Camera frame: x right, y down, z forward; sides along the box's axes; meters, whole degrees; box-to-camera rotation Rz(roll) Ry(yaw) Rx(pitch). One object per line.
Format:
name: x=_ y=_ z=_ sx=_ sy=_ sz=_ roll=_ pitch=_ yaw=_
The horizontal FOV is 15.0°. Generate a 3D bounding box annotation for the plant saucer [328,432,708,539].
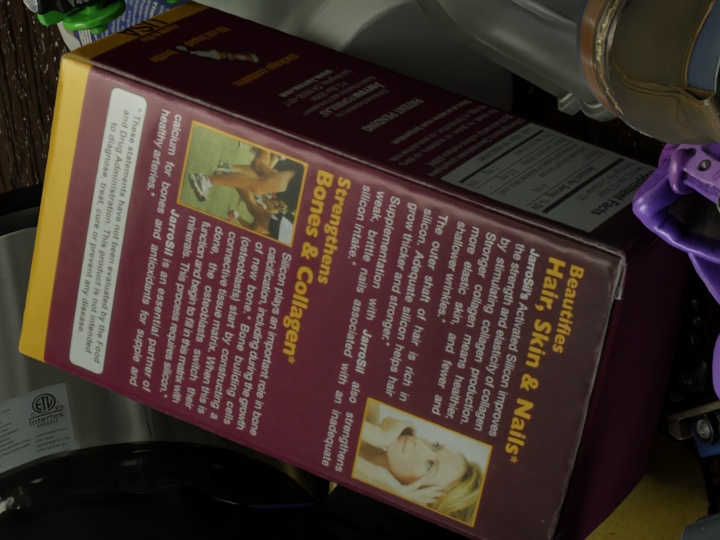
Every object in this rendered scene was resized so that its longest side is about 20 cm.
plant saucer: x=0.039 y=0.135 z=0.992 sx=0.200 sy=0.048 sz=0.201 roll=27 pitch=115 yaw=56

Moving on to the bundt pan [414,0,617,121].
bundt pan: x=0.068 y=-0.150 z=0.809 sx=0.202 sy=0.076 sz=0.202 roll=-162 pitch=90 yaw=-76

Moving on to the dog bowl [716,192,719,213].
dog bowl: x=0.182 y=-0.012 z=0.600 sx=0.200 sy=0.200 sz=0.059 roll=0 pitch=108 yaw=59

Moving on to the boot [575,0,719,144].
boot: x=0.145 y=-0.099 z=0.676 sx=0.200 sy=0.075 sz=0.097 roll=-45 pitch=16 yaw=6

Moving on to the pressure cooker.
pressure cooker: x=-0.107 y=0.059 z=1.099 sx=0.179 sy=0.175 sz=0.200 roll=116 pitch=149 yaw=-43

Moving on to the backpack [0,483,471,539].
backpack: x=-0.035 y=0.149 z=0.853 sx=0.154 sy=0.190 sz=0.200 roll=-68 pitch=26 yaw=18

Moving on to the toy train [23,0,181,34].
toy train: x=-0.031 y=-0.133 z=0.947 sx=0.056 sy=0.200 sz=0.042 roll=31 pitch=142 yaw=62

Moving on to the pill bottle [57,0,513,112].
pill bottle: x=-0.029 y=-0.090 z=1.023 sx=0.200 sy=0.111 sz=0.111 roll=35 pitch=122 yaw=53

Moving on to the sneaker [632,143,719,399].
sneaker: x=0.114 y=-0.042 z=0.760 sx=0.200 sy=0.083 sz=0.081 roll=-92 pitch=-10 yaw=-46

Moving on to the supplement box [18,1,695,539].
supplement box: x=0.000 y=0.000 z=0.882 sx=0.200 sy=0.086 sz=0.111 roll=21 pitch=116 yaw=20

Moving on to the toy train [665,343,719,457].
toy train: x=0.156 y=0.029 z=0.800 sx=0.200 sy=0.034 sz=0.046 roll=-19 pitch=87 yaw=58

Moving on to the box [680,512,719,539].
box: x=0.188 y=0.114 z=0.677 sx=0.200 sy=0.107 sz=0.149 roll=-27 pitch=70 yaw=58
